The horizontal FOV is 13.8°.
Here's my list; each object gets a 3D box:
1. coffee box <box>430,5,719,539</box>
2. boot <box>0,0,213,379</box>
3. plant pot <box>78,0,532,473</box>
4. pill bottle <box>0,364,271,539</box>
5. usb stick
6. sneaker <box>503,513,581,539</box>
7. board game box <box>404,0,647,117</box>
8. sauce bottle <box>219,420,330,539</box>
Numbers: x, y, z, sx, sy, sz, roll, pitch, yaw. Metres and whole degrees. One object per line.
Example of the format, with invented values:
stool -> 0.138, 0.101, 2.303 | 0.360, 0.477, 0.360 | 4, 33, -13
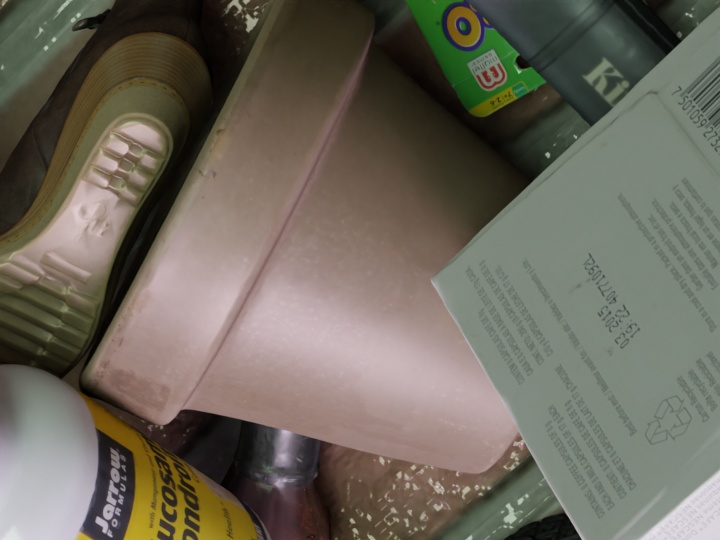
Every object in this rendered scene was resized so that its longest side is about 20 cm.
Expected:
coffee box -> 0.186, 0.037, 1.116 | 0.200, 0.200, 0.198 | -43, 126, 12
boot -> -0.127, -0.036, 1.297 | 0.072, 0.166, 0.200 | 34, 115, -15
plant pot -> 0.000, 0.000, 1.251 | 0.175, 0.200, 0.200 | 28, 110, -5
pill bottle -> -0.131, 0.107, 1.228 | 0.112, 0.200, 0.112 | -19, 54, 28
usb stick -> 0.120, -0.073, 1.243 | 0.200, 0.033, 0.055 | 45, 114, -6
sneaker -> 0.062, 0.181, 1.323 | 0.091, 0.076, 0.200 | 47, 119, -5
board game box -> 0.041, -0.173, 1.273 | 0.095, 0.030, 0.200 | -28, 88, 23
sauce bottle -> -0.049, 0.143, 1.353 | 0.066, 0.066, 0.200 | 14, 103, 17
